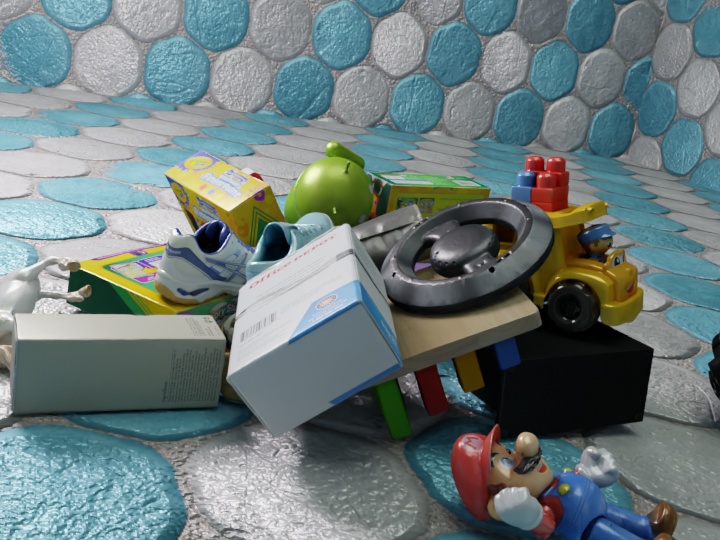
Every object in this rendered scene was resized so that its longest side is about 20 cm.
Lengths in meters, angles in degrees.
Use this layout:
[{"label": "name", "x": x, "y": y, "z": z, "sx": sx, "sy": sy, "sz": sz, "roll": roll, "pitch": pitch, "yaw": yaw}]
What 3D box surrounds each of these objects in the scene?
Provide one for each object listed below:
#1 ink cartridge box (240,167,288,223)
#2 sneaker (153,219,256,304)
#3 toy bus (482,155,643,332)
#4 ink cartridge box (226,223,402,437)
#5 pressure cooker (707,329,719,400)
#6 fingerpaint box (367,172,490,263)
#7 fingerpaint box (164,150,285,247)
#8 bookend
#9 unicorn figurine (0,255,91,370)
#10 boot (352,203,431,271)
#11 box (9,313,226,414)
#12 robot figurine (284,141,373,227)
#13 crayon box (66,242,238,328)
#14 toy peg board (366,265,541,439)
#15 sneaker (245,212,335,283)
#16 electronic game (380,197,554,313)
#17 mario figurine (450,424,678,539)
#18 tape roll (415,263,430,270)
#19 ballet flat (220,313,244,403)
[{"label": "ink cartridge box", "x": -0.135, "y": -0.068, "z": 1.261, "sx": 0.057, "sy": 0.163, "sz": 0.200, "roll": -30, "pitch": 14, "yaw": -1}, {"label": "sneaker", "x": -0.158, "y": -0.017, "z": 1.047, "sx": 0.075, "sy": 0.089, "sz": 0.200, "roll": 25, "pitch": 19, "yaw": 26}, {"label": "toy bus", "x": 0.240, "y": -0.037, "z": 1.038, "sx": 0.199, "sy": 0.193, "sz": 0.135, "roll": 12, "pitch": 15, "yaw": 33}, {"label": "ink cartridge box", "x": -0.047, "y": 0.052, "z": 0.866, "sx": 0.145, "sy": 0.084, "sz": 0.200, "roll": -31, "pitch": 22, "yaw": 9}, {"label": "pressure cooker", "x": 0.531, "y": 0.110, "z": 1.053, "sx": 0.176, "sy": 0.200, "sz": 0.179, "roll": 45, "pitch": 34, "yaw": 4}, {"label": "fingerpaint box", "x": 0.093, "y": -0.064, "z": 1.374, "sx": 0.199, "sy": 0.168, "sz": 0.073, "roll": -3, "pitch": 23, "yaw": -34}, {"label": "fingerpaint box", "x": -0.178, "y": -0.062, "z": 1.225, "sx": 0.073, "sy": 0.168, "sz": 0.200, "roll": -36, "pitch": 38, "yaw": -21}, {"label": "bookend", "x": 0.202, "y": 0.109, "z": 1.032, "sx": 0.199, "sy": 0.093, "sz": 0.199, "roll": -2, "pitch": 16, "yaw": -23}, {"label": "unicorn figurine", "x": -0.368, "y": 0.036, "z": 0.945, "sx": 0.136, "sy": 0.074, "sz": 0.200, "roll": -7, "pitch": 24, "yaw": 9}, {"label": "boot", "x": 0.000, "y": -0.001, "z": 1.104, "sx": 0.199, "sy": 0.073, "sz": 0.183, "roll": -9, "pitch": 48, "yaw": -4}, {"label": "box", "x": -0.239, "y": 0.090, "z": 0.855, "sx": 0.199, "sy": 0.083, "sz": 0.068, "roll": 4, "pitch": 18, "yaw": -25}, {"label": "robot figurine", "x": -0.048, "y": -0.096, "z": 1.262, "sx": 0.115, "sy": 0.177, "sz": 0.200, "roll": 14, "pitch": -12, "yaw": -11}, {"label": "crayon box", "x": -0.236, "y": 0.027, "z": 1.097, "sx": 0.172, "sy": 0.059, "sz": 0.200, "roll": 22, "pitch": 20, "yaw": 24}, {"label": "toy peg board", "x": 0.079, "y": 0.080, "z": 0.940, "sx": 0.198, "sy": 0.098, "sz": 0.200, "roll": -19, "pitch": 22, "yaw": -2}, {"label": "sneaker", "x": -0.079, "y": -0.032, "z": 1.036, "sx": 0.073, "sy": 0.082, "sz": 0.200, "roll": 0, "pitch": 33, "yaw": 17}, {"label": "electronic game", "x": 0.116, "y": -0.019, "z": 0.954, "sx": 0.199, "sy": 0.042, "sz": 0.200, "roll": -19, "pitch": 29, "yaw": 11}, {"label": "mario figurine", "x": 0.174, "y": 0.184, "z": 0.737, "sx": 0.199, "sy": 0.107, "sz": 0.124, "roll": 21, "pitch": -16, "yaw": 10}, {"label": "tape roll", "x": 0.123, "y": 0.052, "z": 1.220, "sx": 0.199, "sy": 0.066, "sz": 0.200, "roll": 9, "pitch": 17, "yaw": -3}, {"label": "ballet flat", "x": -0.128, "y": 0.081, "z": 0.977, "sx": 0.068, "sy": 0.063, "sz": 0.200, "roll": 4, "pitch": 17, "yaw": -10}]
